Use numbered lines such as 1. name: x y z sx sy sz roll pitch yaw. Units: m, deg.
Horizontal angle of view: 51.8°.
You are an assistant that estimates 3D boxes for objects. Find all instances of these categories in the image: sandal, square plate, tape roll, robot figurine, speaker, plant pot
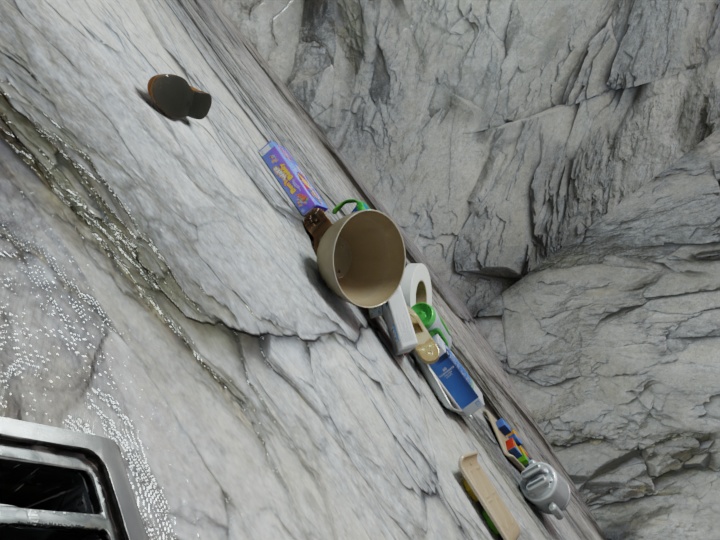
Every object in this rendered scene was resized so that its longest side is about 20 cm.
1. sandal: 0.128 0.136 1.862 0.212 0.077 0.070 51 -17 30
2. square plate: 0.211 0.299 1.952 0.202 0.028 0.198 59 10 28
3. tape roll: 0.157 0.082 2.099 0.202 0.036 0.207 0 90 -67
4. robot figurine: 0.522 0.615 2.089 0.200 0.112 0.171 45 22 -42
5. speaker: 0.190 0.165 2.021 0.089 0.088 0.201 60 3 37
6. plant pot: -0.018 -0.026 1.589 0.133 0.202 0.201 3 -38 52

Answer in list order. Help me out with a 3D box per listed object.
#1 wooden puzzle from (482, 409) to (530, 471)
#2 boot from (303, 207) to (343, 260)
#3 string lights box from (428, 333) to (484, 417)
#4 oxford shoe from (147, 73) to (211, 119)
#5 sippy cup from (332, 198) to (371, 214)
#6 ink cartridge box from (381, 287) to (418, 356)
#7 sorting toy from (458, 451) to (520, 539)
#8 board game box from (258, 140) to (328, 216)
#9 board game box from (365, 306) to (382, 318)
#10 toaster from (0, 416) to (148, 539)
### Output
1. wooden puzzle: 0.472 0.540 2.322 0.185 0.046 0.201 47 12 -37
2. boot: -0.064 -0.059 1.753 0.108 0.074 0.201 52 7 -37
3. string lights box: 0.238 0.269 1.922 0.201 0.059 0.103 53 9 -2
4. oxford shoe: -0.348 -0.323 1.366 0.070 0.072 0.200 26 6 10
5. sippy cup: -0.006 -0.090 1.958 0.140 0.130 0.179 46 12 -41
6. ink cartridge box: 0.075 0.101 1.775 0.176 0.044 0.204 114 -39 -73
7. sorting toy: 0.267 0.483 1.561 0.202 0.036 0.185 62 11 18
8. board game box: -0.171 -0.231 1.912 0.201 0.044 0.134 55 9 7
9. board game box: 0.000 0.000 1.797 0.201 0.034 0.136 -116 -169 -50
10. toaster: -0.163 0.162 0.298 0.182 0.118 0.200 58 10 31
